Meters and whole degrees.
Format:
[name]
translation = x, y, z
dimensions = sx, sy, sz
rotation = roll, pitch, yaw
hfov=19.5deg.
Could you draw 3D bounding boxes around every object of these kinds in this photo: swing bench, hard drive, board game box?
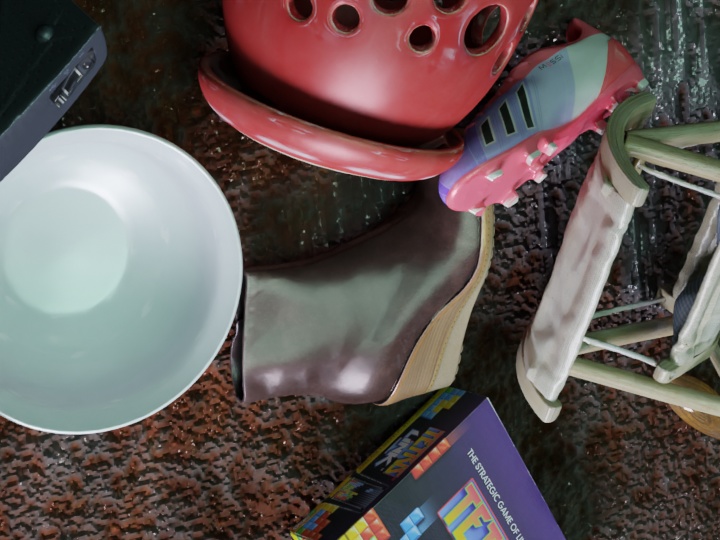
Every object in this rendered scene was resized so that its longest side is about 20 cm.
[swing bench]
translation = 0.219, -0.007, 1.449
dimensions = 0.199, 0.130, 0.199
rotation = 5, 127, -20
[hard drive]
translation = -0.251, -0.098, 1.264
dimensions = 0.200, 0.135, 0.042
rotation = -45, 144, -4
[board game box]
translation = 0.064, 0.213, 1.502
dimensions = 0.165, 0.057, 0.200
rotation = -42, 118, -22

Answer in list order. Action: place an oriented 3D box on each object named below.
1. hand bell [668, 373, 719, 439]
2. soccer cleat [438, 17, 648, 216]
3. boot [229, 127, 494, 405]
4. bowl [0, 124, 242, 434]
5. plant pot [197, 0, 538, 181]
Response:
[hand bell]
translation = 0.301, 0.137, 1.592
dimensions = 0.200, 0.104, 0.104
rotation = 37, 90, -16
[soccer cleat]
translation = 0.111, -0.104, 1.408
dimensions = 0.200, 0.076, 0.067
rotation = -34, 162, -33
[boot]
translation = 0.000, 0.000, 1.423
dimensions = 0.166, 0.072, 0.201
rotation = 0, 110, -24
[bowl]
translation = -0.183, -0.004, 1.338
dimensions = 0.200, 0.090, 0.202
rotation = -7, 109, -21
[plant pot]
translation = 0.006, -0.163, 1.308
dimensions = 0.200, 0.200, 0.183
rotation = 10, 107, -24
